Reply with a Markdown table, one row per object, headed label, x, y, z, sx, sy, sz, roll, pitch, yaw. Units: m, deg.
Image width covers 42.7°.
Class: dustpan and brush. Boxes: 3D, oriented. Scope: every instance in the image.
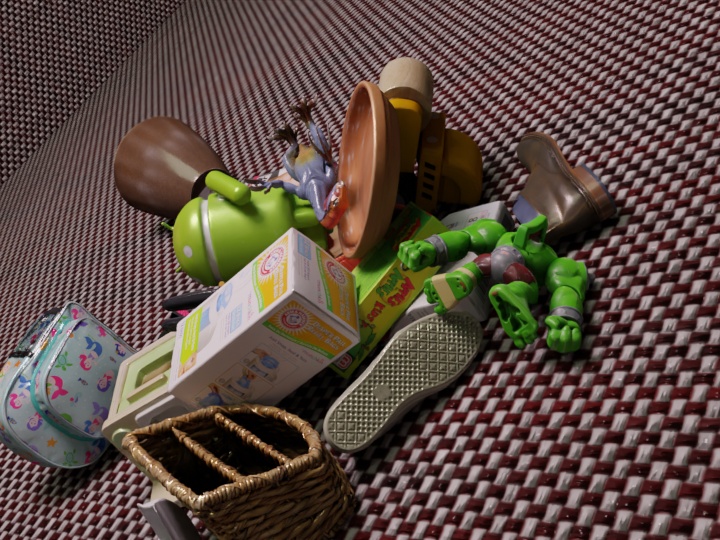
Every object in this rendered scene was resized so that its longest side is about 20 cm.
| label | x | y | z | sx | sy | sz | roll | pitch | yaw |
| --- | --- | --- | --- | --- | --- | --- | --- | --- | --- |
| dustpan and brush | -0.186 | 0.282 | 0.920 | 0.057 | 0.140 | 0.200 | -28 | 2 | -5 |

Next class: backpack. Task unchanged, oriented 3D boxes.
| label | x | y | z | sx | sy | sz | roll | pitch | yaw |
| --- | --- | --- | --- | --- | --- | --- | --- | --- | --- |
| backpack | -0.390 | 0.164 | 1.237 | 0.150 | 0.178 | 0.200 | -6 | 45 | 52 |

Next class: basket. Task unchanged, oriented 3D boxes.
| label | x | y | z | sx | sy | sz | roll | pitch | yaw |
| --- | --- | --- | --- | --- | --- | --- | --- | --- | --- |
| basket | -0.115 | 0.190 | 0.912 | 0.143 | 0.149 | 0.200 | -46 | 29 | -17 |

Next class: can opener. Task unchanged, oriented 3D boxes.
| label | x | y | z | sx | sy | sz | roll | pitch | yaw |
| --- | --- | --- | --- | --- | --- | --- | --- | --- | --- |
| can opener | -0.148 | 0.042 | 1.103 | 0.199 | 0.079 | 0.064 | -14 | 56 | 9 |

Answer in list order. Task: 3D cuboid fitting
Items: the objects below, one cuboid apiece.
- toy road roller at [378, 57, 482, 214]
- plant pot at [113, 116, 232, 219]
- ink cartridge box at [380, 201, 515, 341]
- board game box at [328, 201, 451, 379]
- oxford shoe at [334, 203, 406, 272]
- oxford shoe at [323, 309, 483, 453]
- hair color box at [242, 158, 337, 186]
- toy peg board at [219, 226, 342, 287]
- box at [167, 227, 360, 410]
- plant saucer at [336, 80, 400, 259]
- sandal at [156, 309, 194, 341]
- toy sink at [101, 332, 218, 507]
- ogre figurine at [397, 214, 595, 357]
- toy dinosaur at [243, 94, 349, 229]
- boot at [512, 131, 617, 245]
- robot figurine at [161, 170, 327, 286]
| label | x | y | z | sx | sy | sz | roll | pitch | yaw |
| --- | --- | --- | --- | --- | --- | --- | --- | --- | --- |
| toy road roller | 0.089 | -0.159 | 1.171 | 0.145 | 0.201 | 0.123 | 6 | 40 | 2 |
| plant pot | -0.317 | -0.166 | 1.670 | 0.187 | 0.187 | 0.200 | -46 | 44 | -16 |
| ink cartridge box | 0.072 | 0.006 | 1.082 | 0.199 | 0.057 | 0.163 | -10 | 38 | 33 |
| board game box | 0.022 | 0.019 | 1.054 | 0.200 | 0.048 | 0.102 | -51 | 18 | 3 |
| oxford shoe | 0.000 | 0.000 | 1.150 | 0.200 | 0.071 | 0.073 | -43 | -2 | 10 |
| oxford shoe | 0.042 | 0.112 | 0.944 | 0.200 | 0.075 | 0.058 | -40 | -9 | -12 |
| hair color box | -0.124 | -0.113 | 1.465 | 0.199 | 0.061 | 0.099 | -10 | 38 | 40 |
| toy peg board | -0.118 | -0.011 | 1.268 | 0.199 | 0.098 | 0.199 | -30 | 29 | 15 |
| box | -0.105 | 0.067 | 1.011 | 0.200 | 0.101 | 0.113 | -38 | 32 | 25 |
| plant saucer | 0.009 | -0.112 | 1.049 | 0.037 | 0.201 | 0.200 | 3 | 27 | -12 |
| sandal | -0.248 | 0.087 | 1.267 | 0.200 | 0.045 | 0.075 | -31 | 49 | 44 |
| toy sink | -0.221 | 0.169 | 1.101 | 0.130 | 0.112 | 0.200 | -30 | 29 | 13 |
| ogre figurine | 0.150 | 0.005 | 0.925 | 0.199 | 0.099 | 0.120 | 12 | 35 | 41 |
| toy dinosaur | -0.045 | -0.123 | 1.119 | 0.105 | 0.200 | 0.182 | -37 | 65 | 25 |
| boot | 0.201 | -0.094 | 1.054 | 0.097 | 0.075 | 0.200 | -33 | 30 | 1 |
| robot figurine | -0.143 | -0.044 | 1.154 | 0.199 | 0.176 | 0.116 | -10 | 35 | 0 |
